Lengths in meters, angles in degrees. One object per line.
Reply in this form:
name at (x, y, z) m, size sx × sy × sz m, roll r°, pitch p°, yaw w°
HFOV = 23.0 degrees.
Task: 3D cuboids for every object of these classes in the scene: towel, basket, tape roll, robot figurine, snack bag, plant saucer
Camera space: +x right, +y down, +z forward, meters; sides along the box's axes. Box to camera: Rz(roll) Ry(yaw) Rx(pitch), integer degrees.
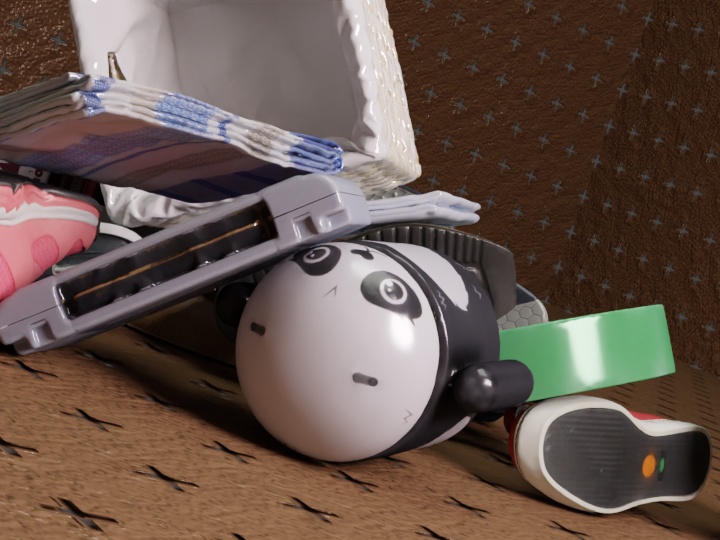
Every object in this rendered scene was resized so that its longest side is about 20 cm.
towel at (-0.123, -0.067, 0.987) m, size 0.146 × 0.024 × 0.199 m, roll -10°, pitch -15°, yaw 41°
basket at (-0.077, -0.137, 1.219) m, size 0.198 × 0.201 × 0.161 m, roll -13°, pitch -9°, yaw 11°
tape roll at (0.109, 0.063, 1.190) m, size 0.198 × 0.049 × 0.200 m, roll -9°, pitch -4°, yaw -1°
robot figurine at (0.009, 0.043, 1.015) m, size 0.149 × 0.126 × 0.200 m, roll -25°, pitch -10°, yaw 20°
snack bag at (-0.024, -0.034, 1.240) m, size 0.198 × 0.022 × 0.188 m, roll -6°, pitch -1°, yaw 13°
plant saucer at (-0.114, 0.030, 1.297) m, size 0.198 × 0.036 × 0.200 m, roll 20°, pitch 4°, yaw -1°

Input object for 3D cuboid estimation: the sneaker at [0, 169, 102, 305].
sneaker at (-0.208, -0.012, 0.983) m, size 0.073 × 0.088 × 0.200 m, roll 17°, pitch 2°, yaw 13°

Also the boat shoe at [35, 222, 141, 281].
boat shoe at (-0.207, -0.004, 1.124) m, size 0.075 × 0.061 × 0.199 m, roll -10°, pitch -12°, yaw 32°

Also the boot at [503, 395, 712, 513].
boot at (0.129, 0.116, 1.207) m, size 0.143 × 0.073 × 0.199 m, roll 11°, pitch -1°, yaw 41°

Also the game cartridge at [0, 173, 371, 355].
game cartridge at (-0.094, -0.005, 0.985) m, size 0.198 × 0.042 × 0.133 m, roll -22°, pitch 3°, yaw 7°

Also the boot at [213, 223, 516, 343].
boot at (0.000, 0.000, 1.203) m, size 0.197 × 0.078 × 0.138 m, roll -1°, pitch 9°, yaw -4°

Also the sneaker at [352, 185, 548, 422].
sneaker at (0.068, 0.031, 1.398) m, size 0.202 × 0.077 × 0.147 m, roll 44°, pitch -17°, yaw 28°

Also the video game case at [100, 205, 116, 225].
video game case at (-0.271, -0.040, 1.162) m, size 0.142 × 0.018 × 0.199 m, roll -5°, pitch -8°, yaw 28°

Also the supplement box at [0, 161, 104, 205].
supplement box at (-0.241, -0.062, 1.381) m, size 0.060 × 0.110 × 0.200 m, roll 20°, pitch 3°, yaw 7°

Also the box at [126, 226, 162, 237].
box at (-0.146, -0.086, 1.451) m, size 0.078 × 0.203 × 0.141 m, roll -5°, pitch 1°, yaw 4°
